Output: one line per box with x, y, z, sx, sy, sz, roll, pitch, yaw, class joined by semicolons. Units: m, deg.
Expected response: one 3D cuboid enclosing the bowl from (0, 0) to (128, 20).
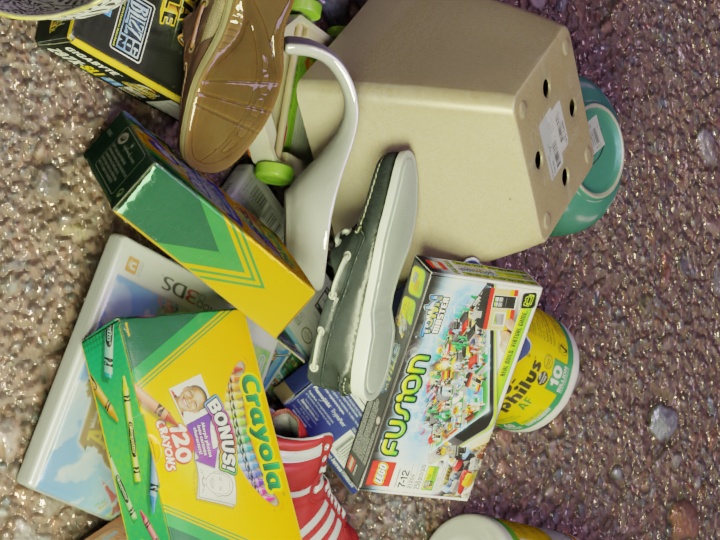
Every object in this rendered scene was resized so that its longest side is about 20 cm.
-0.201;-0.256;1.515;0.094;0.199;0.203;46;54;-65;bowl

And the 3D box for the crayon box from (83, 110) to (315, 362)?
-0.112;-0.027;1.600;0.052;0.126;0.200;-47;118;5;crayon box

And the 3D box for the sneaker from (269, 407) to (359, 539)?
-0.045;0.176;1.706;0.200;0.071;0.114;23;85;-59;sneaker

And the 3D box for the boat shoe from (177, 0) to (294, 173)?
-0.102;-0.176;1.614;0.072;0.072;0.202;10;98;-35;boat shoe

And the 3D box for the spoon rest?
-0.031;-0.083;1.662;0.099;0.060;0.202;-104;-167;-73;spoon rest

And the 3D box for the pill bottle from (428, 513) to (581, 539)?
0.154;0.290;1.925;0.199;0.110;0.112;19;75;-46;pill bottle

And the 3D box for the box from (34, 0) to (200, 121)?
-0.159;-0.237;1.637;0.159;0.049;0.202;27;70;-43;box

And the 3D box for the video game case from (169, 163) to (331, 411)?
-0.090;0.047;1.725;0.183;0.024;0.201;-56;128;-32;video game case

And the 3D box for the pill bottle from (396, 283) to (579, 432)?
0.097;0.063;1.867;0.199;0.112;0.114;30;68;-44;pill bottle

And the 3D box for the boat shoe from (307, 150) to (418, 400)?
0.000;0.000;1.675;0.076;0.060;0.202;20;82;-69;boat shoe

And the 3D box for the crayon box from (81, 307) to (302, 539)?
-0.123;0.134;1.556;0.118;0.058;0.202;-4;73;-42;crayon box

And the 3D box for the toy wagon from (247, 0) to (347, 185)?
-0.056;-0.144;1.732;0.200;0.039;0.157;28;67;-54;toy wagon

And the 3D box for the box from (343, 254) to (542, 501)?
0.067;0.091;1.734;0.109;0.035;0.202;7;111;-28;box

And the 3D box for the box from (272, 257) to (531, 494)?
0.038;0.082;1.756;0.199;0.032;0.121;-37;124;-3;box

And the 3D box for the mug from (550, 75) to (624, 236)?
0.172;-0.093;1.952;0.151;0.114;0.187;19;75;-46;mug

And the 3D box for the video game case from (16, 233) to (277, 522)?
-0.157;0.099;1.624;0.181;0.022;0.202;29;76;-40;video game case

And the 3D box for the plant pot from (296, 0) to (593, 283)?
0.086;-0.116;1.764;0.200;0.175;0.201;-54;138;-47;plant pot

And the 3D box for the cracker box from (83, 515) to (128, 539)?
-0.162;0.291;1.594;0.133;0.057;0.202;-32;116;-34;cracker box
